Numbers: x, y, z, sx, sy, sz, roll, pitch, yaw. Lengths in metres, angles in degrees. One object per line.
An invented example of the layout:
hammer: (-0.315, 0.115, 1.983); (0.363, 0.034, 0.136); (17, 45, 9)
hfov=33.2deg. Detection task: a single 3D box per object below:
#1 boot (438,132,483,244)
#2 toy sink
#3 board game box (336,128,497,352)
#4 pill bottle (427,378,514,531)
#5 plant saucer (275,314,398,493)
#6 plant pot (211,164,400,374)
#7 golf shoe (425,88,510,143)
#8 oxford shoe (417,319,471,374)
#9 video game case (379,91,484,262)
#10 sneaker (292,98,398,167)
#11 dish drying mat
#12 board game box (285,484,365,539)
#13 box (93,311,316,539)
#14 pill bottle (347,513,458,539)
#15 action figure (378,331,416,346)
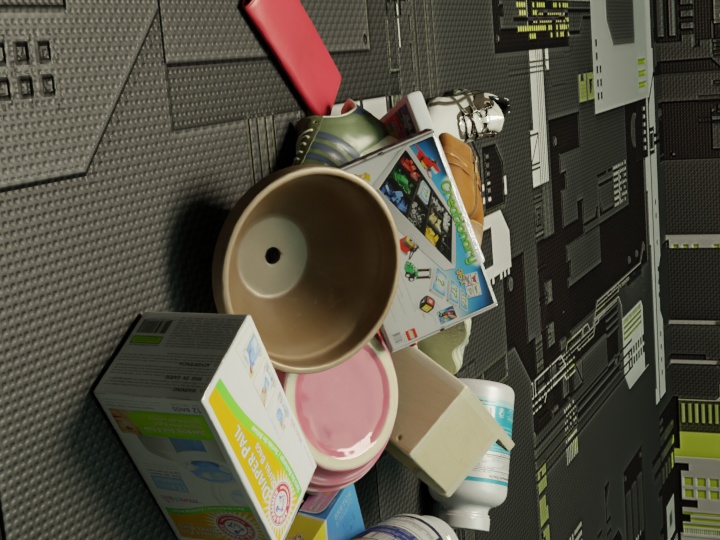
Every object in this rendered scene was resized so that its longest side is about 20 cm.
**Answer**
boot: (0.114, -0.114, 1.552); (0.200, 0.076, 0.156); (41, 46, -52)
toy sink: (0.080, 0.186, 1.458); (0.112, 0.130, 0.200); (-49, 144, -7)
board game box: (0.051, -0.031, 1.256); (0.035, 0.126, 0.201); (-139, -153, -75)
pill bottle: (0.151, 0.256, 1.669); (0.111, 0.110, 0.201); (32, 62, -61)
plant saucer: (-0.032, 0.130, 1.253); (0.200, 0.051, 0.202); (4, 84, -40)
plant pot: (-0.066, -0.006, 1.179); (0.200, 0.093, 0.202); (-8, 104, -33)
golf shoe: (0.147, -0.213, 1.683); (0.200, 0.094, 0.078); (-46, 132, -54)
oxford shoe: (0.100, 0.065, 1.453); (0.200, 0.075, 0.058); (80, 29, -64)
video game case: (0.069, -0.088, 1.383); (0.182, 0.023, 0.201); (154, -84, -74)
sneaker: (-0.047, -0.121, 1.306); (0.200, 0.067, 0.090); (-35, 82, -37)
dish drying mat: (-0.071, -0.244, 1.302); (0.200, 0.018, 0.077); (56, 42, -52)
board game box: (-0.049, 0.345, 1.319); (0.200, 0.040, 0.154); (-53, 136, -52)
box: (-0.130, 0.143, 1.063); (0.102, 0.112, 0.201); (-64, 146, -43)
pill bottle: (0.039, 0.332, 1.329); (0.200, 0.110, 0.112); (-4, 94, -65)
action figure: (0.000, 0.000, 1.366); (0.052, 0.065, 0.201); (-102, 168, -77)
